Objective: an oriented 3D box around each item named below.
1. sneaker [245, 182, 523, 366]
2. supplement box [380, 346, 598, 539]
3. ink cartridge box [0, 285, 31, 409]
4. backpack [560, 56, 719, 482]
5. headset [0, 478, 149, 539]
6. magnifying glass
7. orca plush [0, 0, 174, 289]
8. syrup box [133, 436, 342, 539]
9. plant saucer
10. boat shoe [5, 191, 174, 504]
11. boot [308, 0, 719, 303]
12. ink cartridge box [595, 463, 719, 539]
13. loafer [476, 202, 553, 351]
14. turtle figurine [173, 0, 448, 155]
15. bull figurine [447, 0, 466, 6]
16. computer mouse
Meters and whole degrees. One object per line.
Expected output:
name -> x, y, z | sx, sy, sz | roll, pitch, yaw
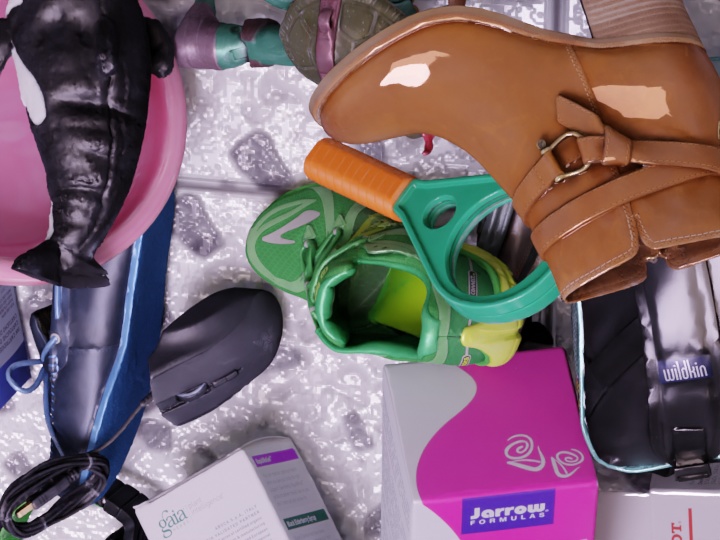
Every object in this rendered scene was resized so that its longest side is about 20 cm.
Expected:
sneaker -> 0.000, 0.000, 1.550 | 0.200, 0.083, 0.074 | 21, 110, 47
supplement box -> 0.066, 0.146, 1.576 | 0.101, 0.104, 0.200 | -6, 135, -5
ink cartridge box -> -0.235, 0.025, 1.631 | 0.042, 0.119, 0.201 | 3, 115, 20
backpack -> 0.193, -0.012, 1.490 | 0.175, 0.153, 0.201 | -6, 111, 21
headset -> -0.137, 0.204, 1.702 | 0.200, 0.094, 0.124 | 35, 121, 11
magnifying glass -> 0.039, -0.029, 1.491 | 0.080, 0.200, 0.022 | -54, 134, -8
orca plush -> -0.149, -0.095, 1.499 | 0.105, 0.071, 0.201 | 16, 75, -10
syrup box -> -0.040, 0.200, 1.647 | 0.079, 0.081, 0.200 | -30, 80, 18
plant saucer -> -0.193, -0.085, 1.552 | 0.200, 0.201, 0.051 | 44, 152, -8
boat shoe -> -0.153, 0.031, 1.650 | 0.068, 0.084, 0.201 | 15, 100, 15
boot -> 0.079, -0.054, 1.407 | 0.200, 0.074, 0.155 | -19, 71, 16
ink cartridge box -> 0.222, 0.156, 1.607 | 0.199, 0.068, 0.116 | 1, 115, 13
loafer -> 0.084, 0.024, 1.584 | 0.063, 0.072, 0.200 | 14, 115, 1
turtle figurine -> -0.001, -0.134, 1.519 | 0.199, 0.101, 0.150 | 11, 113, 16
bull figurine -> 0.122, -0.181, 1.449 | 0.199, 0.121, 0.065 | -12, 110, 18
computer mouse -> -0.117, 0.082, 1.614 | 0.034, 0.200, 0.059 | 36, 162, 41
